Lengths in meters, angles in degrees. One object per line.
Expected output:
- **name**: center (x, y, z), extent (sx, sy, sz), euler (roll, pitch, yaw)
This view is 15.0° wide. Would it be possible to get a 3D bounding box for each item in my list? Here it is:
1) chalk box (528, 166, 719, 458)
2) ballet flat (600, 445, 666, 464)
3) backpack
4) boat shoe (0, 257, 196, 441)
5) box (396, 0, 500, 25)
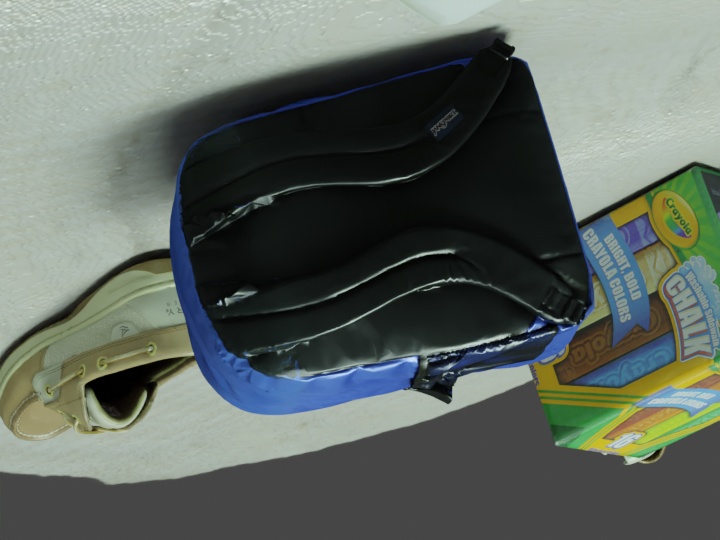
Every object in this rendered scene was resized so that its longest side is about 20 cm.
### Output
- **chalk box**: center (0.211, 0.021, 1.708), extent (0.200, 0.124, 0.125), euler (-28, 158, 28)
- **ballet flat**: center (0.184, 0.103, 1.973), extent (0.068, 0.073, 0.200), euler (-22, 159, 12)
- **backpack**: center (0.001, -0.002, 1.426), extent (0.199, 0.163, 0.168), euler (-13, 163, -13)
- **boat shoe**: center (-0.153, 0.062, 1.603), extent (0.074, 0.067, 0.200), euler (-1, 155, -36)
- **box**: center (0.028, -0.218, 0.829), extent (0.171, 0.200, 0.200), euler (-25, 157, 21)
